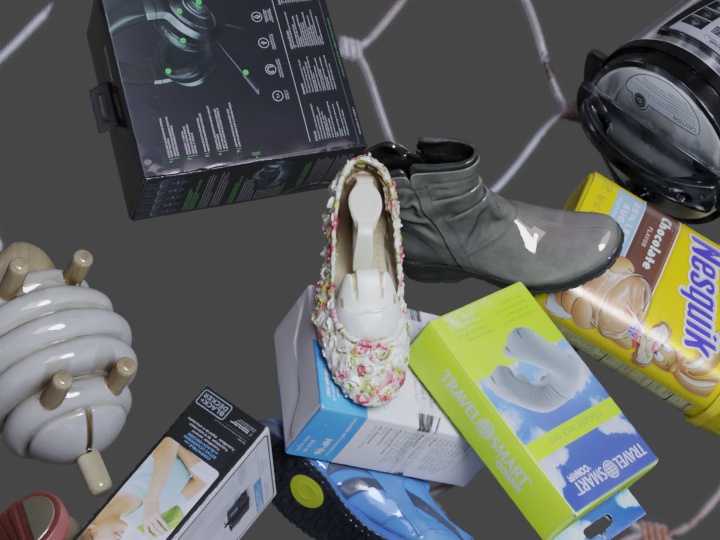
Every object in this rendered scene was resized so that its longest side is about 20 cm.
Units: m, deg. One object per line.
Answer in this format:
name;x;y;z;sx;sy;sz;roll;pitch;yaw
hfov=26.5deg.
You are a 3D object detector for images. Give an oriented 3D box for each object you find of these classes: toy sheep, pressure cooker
toy sheep;-0.222;0.069;1.104;0.136;0.138;0.202;-13;65;-20
pressure cooker;0.295;-0.138;1.315;0.199;0.175;0.180;-37;107;-24

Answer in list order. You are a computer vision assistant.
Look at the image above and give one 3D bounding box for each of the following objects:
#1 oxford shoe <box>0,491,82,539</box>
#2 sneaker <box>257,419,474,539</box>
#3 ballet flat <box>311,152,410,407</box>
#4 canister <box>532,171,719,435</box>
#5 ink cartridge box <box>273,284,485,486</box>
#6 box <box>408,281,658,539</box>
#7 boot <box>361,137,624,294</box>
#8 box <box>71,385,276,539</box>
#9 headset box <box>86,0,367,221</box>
oxford shoe;-0.267;0.247;1.061;0.200;0.075;0.070;-40;43;-8
sneaker;0.001;0.174;1.178;0.199;0.066;0.079;37;42;3
ballet flat;0.000;0.000;1.122;0.075;0.064;0.202;-2;58;-7
canister;0.247;0.025;1.289;0.199;0.087;0.149;30;64;-2
ink cartridge box;0.039;0.094;1.179;0.198;0.068;0.117;14;46;-25
box;0.135;0.112;1.146;0.121;0.048;0.201;-20;67;-46
boot;0.100;-0.047;1.201;0.198;0.131;0.068;-1;51;22
box;-0.145;0.194;1.085;0.060;0.117;0.200;32;62;18
headset box;-0.118;-0.147;1.238;0.198;0.093;0.176;-11;74;-20
